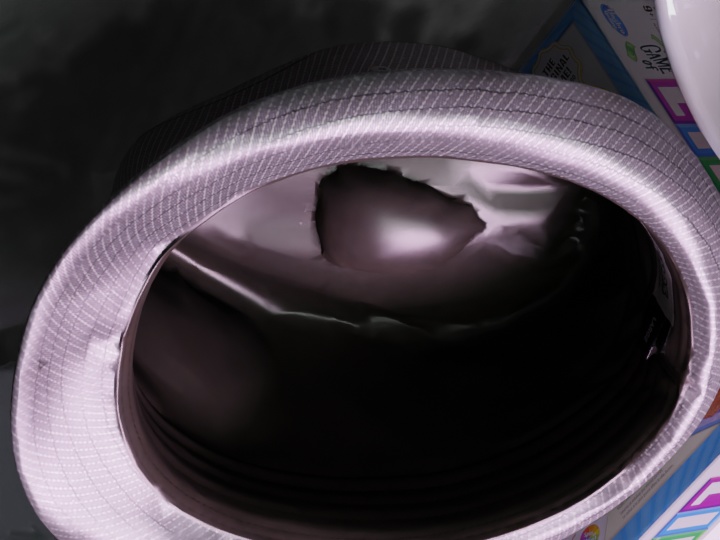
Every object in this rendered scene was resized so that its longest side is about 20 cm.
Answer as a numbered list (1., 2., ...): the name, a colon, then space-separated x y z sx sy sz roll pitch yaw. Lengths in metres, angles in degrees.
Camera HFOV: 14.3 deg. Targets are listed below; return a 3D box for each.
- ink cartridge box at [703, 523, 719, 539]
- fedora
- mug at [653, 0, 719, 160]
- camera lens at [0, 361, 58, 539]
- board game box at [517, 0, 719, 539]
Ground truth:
1. ink cartridge box: 0.047 0.080 0.959 0.068 0.115 0.200 6 137 -49
2. fedora: 0.000 0.000 0.776 0.199 0.090 0.177 -4 129 -12
3. mug: 0.193 -0.113 0.738 0.200 0.133 0.178 -31 144 -34
4. camera lens: -0.103 0.142 0.864 0.160 0.160 0.200 -15 150 -27
5. board game box: 0.055 0.033 0.867 0.034 0.135 0.200 -4 144 -42
